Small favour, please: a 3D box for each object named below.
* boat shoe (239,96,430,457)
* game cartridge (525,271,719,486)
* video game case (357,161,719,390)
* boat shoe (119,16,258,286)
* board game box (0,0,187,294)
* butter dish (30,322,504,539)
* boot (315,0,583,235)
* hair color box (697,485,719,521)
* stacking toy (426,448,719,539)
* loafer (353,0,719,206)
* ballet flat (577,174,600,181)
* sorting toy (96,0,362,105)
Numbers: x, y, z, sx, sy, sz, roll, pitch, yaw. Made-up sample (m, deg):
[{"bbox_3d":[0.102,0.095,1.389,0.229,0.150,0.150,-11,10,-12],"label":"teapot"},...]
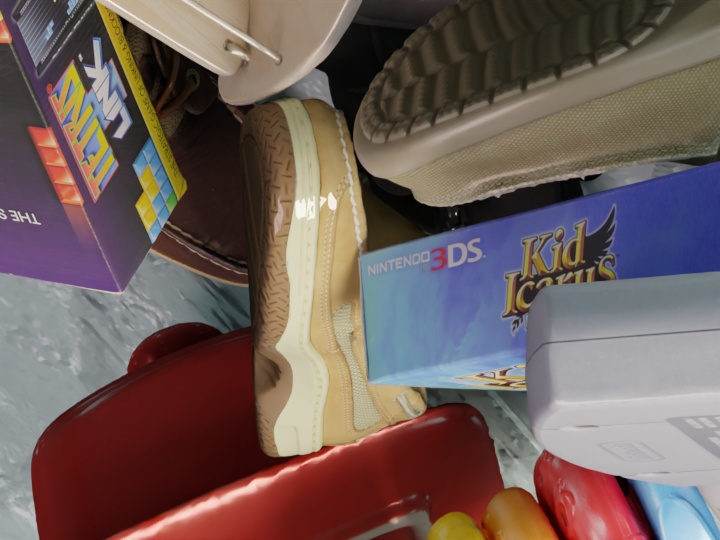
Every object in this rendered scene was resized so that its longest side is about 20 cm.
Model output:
[{"bbox_3d":[0.000,0.000,0.995,0.076,0.072,0.200,-4,157,-2],"label":"boat shoe"},{"bbox_3d":[0.114,0.030,0.800,0.133,0.041,0.200,-8,168,13],"label":"game cartridge"},{"bbox_3d":[0.130,0.006,0.901,0.181,0.046,0.200,5,168,-38],"label":"video game case"},{"bbox_3d":[-0.093,-0.064,1.073,0.200,0.072,0.072,45,-178,-12],"label":"boat shoe"},{"bbox_3d":[-0.176,-0.079,1.017,0.199,0.057,0.166,10,141,26],"label":"board game box"},{"bbox_3d":[-0.052,0.087,1.188,0.200,0.199,0.148,74,173,-60],"label":"butter dish"},{"bbox_3d":[0.000,-0.049,1.046,0.164,0.066,0.200,18,148,29],"label":"boot"},{"bbox_3d":[0.215,0.075,0.996,0.200,0.061,0.102,-6,129,48],"label":"hair color box"},{"bbox_3d":[0.028,0.131,1.038,0.110,0.199,0.117,-128,18,-76],"label":"stacking toy"},{"bbox_3d":[0.095,-0.057,0.854,0.199,0.076,0.068,-19,122,13],"label":"loafer"},{"bbox_3d":[0.061,-0.113,0.896,0.073,0.073,0.201,4,130,40],"label":"ballet flat"},{"bbox_3d":[-0.051,-0.147,0.847,0.200,0.107,0.180,31,159,-29],"label":"sorting toy"}]
